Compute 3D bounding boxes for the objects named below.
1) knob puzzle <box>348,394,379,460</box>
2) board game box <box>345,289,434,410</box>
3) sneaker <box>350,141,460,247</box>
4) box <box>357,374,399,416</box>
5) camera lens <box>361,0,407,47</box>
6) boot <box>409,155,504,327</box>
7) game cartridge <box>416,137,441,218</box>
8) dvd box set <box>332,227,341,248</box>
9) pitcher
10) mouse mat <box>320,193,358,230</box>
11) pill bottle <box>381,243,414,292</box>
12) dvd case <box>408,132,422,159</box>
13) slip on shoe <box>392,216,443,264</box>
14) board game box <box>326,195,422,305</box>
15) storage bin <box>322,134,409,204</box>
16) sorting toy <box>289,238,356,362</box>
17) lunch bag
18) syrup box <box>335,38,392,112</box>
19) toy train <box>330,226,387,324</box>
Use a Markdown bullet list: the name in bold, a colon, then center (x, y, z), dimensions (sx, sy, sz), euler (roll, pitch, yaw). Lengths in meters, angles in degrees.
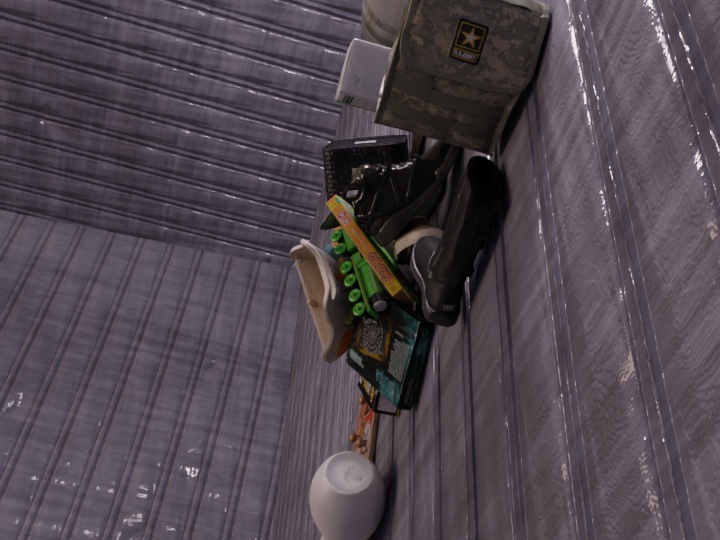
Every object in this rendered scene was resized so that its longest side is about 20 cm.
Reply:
- **knob puzzle**: center (0.005, 0.270, 1.799), dimensions (0.220, 0.030, 0.224), euler (-169, 90, -83)
- **board game box**: center (0.040, 0.113, 1.488), dimensions (0.200, 0.028, 0.138), euler (34, 113, 61)
- **sneaker**: center (0.060, -0.145, 1.438), dimensions (0.200, 0.114, 0.076), euler (-48, 9, 4)
- **box**: center (0.042, 0.140, 1.624), dimensions (0.200, 0.048, 0.163), euler (-146, 65, -81)
- **camera lens**: center (0.090, -0.494, 1.718), dimensions (0.201, 0.157, 0.162), euler (110, 168, -53)
- **boot**: center (0.120, -0.058, 1.225), dimensions (0.166, 0.064, 0.202), euler (-102, 20, -51)
- **game cartridge**: center (0.117, -0.191, 1.583), dimensions (0.130, 0.038, 0.203), euler (126, 154, -65)
- **dvd box set**: center (0.002, 0.017, 1.770), dimensions (0.029, 0.145, 0.203), euler (-16, 58, 45)
- **pitcher**: center (-0.014, 0.364, 1.546), dimensions (0.173, 0.119, 0.202), euler (-65, -16, -46)
- **mouse mat**: center (0.018, -0.118, 1.695), dimensions (0.200, 0.158, 0.008), euler (-68, -38, -68)
- **pill bottle**: center (0.037, -0.046, 1.677), dimensions (0.201, 0.110, 0.114), euler (-92, 15, -61)
- **dvd case**: center (0.112, -0.305, 1.610), dimensions (0.150, 0.016, 0.203), euler (-86, 10, -58)
- **slip on shoe**: center (0.085, -0.052, 1.466), dimensions (0.200, 0.075, 0.062), euler (101, 164, -83)
- **board game box**: center (0.025, -0.024, 1.478), dimensions (0.030, 0.201, 0.095), euler (-41, -20, 8)
- **storage bin**: center (0.014, -0.171, 1.616), dimensions (0.200, 0.133, 0.096), euler (-68, -27, -78)
- **sorting toy**: center (-0.056, 0.027, 1.604), dimensions (0.180, 0.105, 0.203), euler (56, -166, -71)
- **lunch bag**: center (0.117, -0.252, 1.148), dimensions (0.201, 0.161, 0.119), euler (110, 174, -53)
- **syrup box**: center (0.070, -0.260, 1.385), dimensions (0.079, 0.197, 0.083), euler (-167, 92, -83)
- **toy train**: center (0.000, 0.000, 1.531), dimensions (0.056, 0.042, 0.202), euler (-32, 47, 15)
